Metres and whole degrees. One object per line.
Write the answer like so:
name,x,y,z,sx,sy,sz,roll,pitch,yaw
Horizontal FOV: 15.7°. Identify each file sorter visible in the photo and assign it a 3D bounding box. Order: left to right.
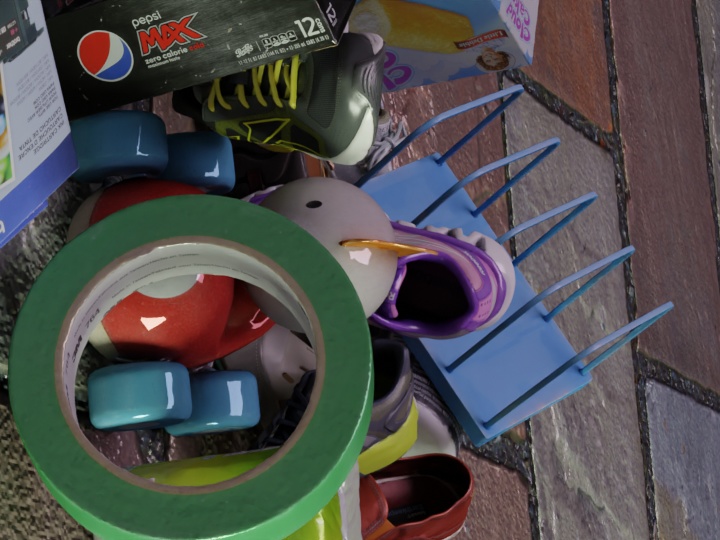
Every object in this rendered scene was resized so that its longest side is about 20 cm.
file sorter,0.098,-0.010,1.794,0.139,0.123,0.200,-24,76,-50

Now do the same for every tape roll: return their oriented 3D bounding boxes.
tape roll,-0.092,0.058,1.438,0.048,0.200,0.201,85,4,-70

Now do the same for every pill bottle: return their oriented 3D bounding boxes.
pill bottle,0.033,0.056,1.859,0.200,0.106,0.106,-75,147,-46

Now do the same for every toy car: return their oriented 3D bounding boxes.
toy car,-0.056,-0.007,1.552,0.177,0.200,0.185,13,69,-66

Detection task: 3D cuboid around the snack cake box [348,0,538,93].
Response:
snack cake box,0.007,-0.179,1.770,0.115,0.200,0.067,54,35,-46

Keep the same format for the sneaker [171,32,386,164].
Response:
sneaker,-0.050,-0.100,1.514,0.085,0.200,0.075,8,84,-24

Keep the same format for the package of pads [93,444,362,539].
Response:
package of pads,-0.074,0.204,1.485,0.068,0.154,0.200,18,65,-64

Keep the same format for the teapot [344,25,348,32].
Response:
teapot,-0.093,-0.193,1.609,0.146,0.200,0.197,-62,-179,0

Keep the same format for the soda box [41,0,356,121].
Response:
soda box,-0.105,-0.146,1.485,0.071,0.200,0.063,63,27,-26

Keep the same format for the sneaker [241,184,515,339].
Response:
sneaker,0.000,0.000,1.677,0.088,0.200,0.081,-72,173,-73

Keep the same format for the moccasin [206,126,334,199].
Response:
moccasin,-0.052,-0.064,1.750,0.078,0.074,0.202,-56,130,-70

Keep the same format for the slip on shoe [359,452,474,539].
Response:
slip on shoe,-0.010,0.157,1.681,0.200,0.061,0.074,-9,55,-33

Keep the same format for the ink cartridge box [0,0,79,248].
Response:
ink cartridge box,-0.203,-0.079,1.345,0.119,0.042,0.200,-48,144,-41

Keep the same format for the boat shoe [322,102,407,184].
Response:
boat shoe,-0.004,-0.129,1.897,0.074,0.065,0.202,-32,111,-66

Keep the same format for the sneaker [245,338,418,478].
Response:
sneaker,-0.039,0.107,1.631,0.200,0.074,0.081,-39,148,-36

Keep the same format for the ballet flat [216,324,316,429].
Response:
ballet flat,-0.041,0.086,1.726,0.067,0.064,0.200,-67,141,-53
